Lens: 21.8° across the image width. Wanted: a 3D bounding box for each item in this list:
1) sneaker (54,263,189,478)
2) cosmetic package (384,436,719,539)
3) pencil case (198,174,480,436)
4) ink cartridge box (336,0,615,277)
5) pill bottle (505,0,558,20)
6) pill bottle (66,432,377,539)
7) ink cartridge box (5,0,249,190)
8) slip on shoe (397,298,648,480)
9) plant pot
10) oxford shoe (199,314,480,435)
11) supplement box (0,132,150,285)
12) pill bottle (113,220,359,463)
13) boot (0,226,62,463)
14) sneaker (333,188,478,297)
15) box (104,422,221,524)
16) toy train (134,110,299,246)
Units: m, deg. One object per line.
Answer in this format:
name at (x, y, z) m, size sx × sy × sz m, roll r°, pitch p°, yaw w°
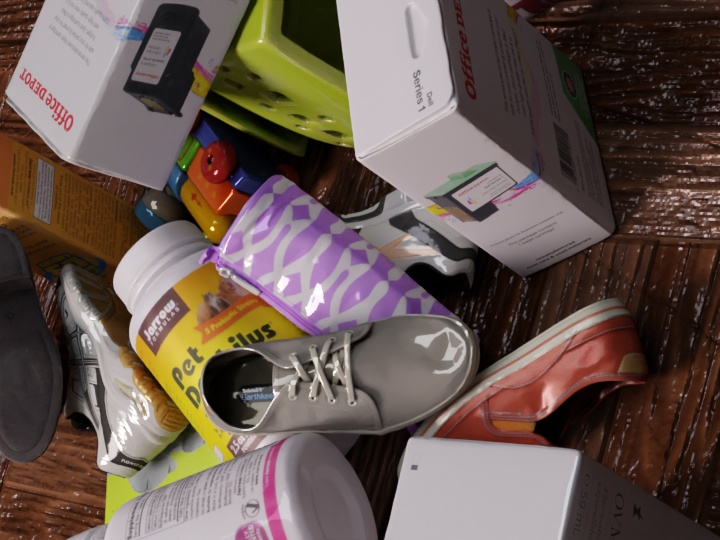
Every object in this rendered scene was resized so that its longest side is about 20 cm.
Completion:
sneaker at (-0.202, 0.075, 1.430) m, size 0.088 × 0.075 × 0.200 m, roll -51°, pitch 42°, yaw 14°
cosmetic package at (0.106, 0.222, 1.065) m, size 0.122 × 0.200 × 0.201 m, roll 1°, pitch 69°, yaw 38°
pencil case at (-0.013, 0.020, 1.288) m, size 0.199 × 0.084 × 0.086 m, roll 37°, pitch 57°, yaw 7°
ink cartridge box at (0.077, -0.107, 1.259) m, size 0.084 × 0.200 × 0.146 m, roll -26°, pitch 53°, yaw 27°
pill bottle at (0.147, -0.261, 1.340) m, size 0.199 × 0.113 × 0.114 m, roll -28°, pitch 52°, yaw 26°
pill bottle at (-0.098, 0.191, 1.232) m, size 0.199 × 0.113 × 0.114 m, roll -23°, pitch 55°, yaw 23°
ink cartridge box at (-0.159, -0.179, 1.328) m, size 0.146 × 0.082 × 0.201 m, roll 41°, pitch 108°, yaw 52°
slip on shoe at (0.104, 0.096, 1.227) m, size 0.199 × 0.074 × 0.062 m, roll -37°, pitch 66°, yaw 22°
plant pot at (-0.049, -0.203, 1.426) m, size 0.180 × 0.199 × 0.201 m, roll -10°, pitch 64°, yaw 43°
oxford shoe at (-0.019, 0.071, 1.223) m, size 0.198 × 0.058 × 0.076 m, roll -10°, pitch 73°, yaw 18°
supplement box at (-0.247, -0.038, 1.503) m, size 0.066 × 0.199 × 0.069 m, roll -18°, pitch 61°, yaw 32°
pill bottle at (-0.092, 0.060, 1.345) m, size 0.109 × 0.109 × 0.200 m, roll -47°, pitch 66°, yaw 12°
boot at (-0.270, 0.086, 1.477) m, size 0.068 × 0.200 × 0.190 m, roll -17°, pitch 69°, yaw -11°
sneaker at (0.000, 0.000, 1.361) m, size 0.199 × 0.073 × 0.081 m, roll -22°, pitch 60°, yaw 33°
box at (-0.136, 0.111, 1.439) m, size 0.121 × 0.048 × 0.202 m, roll -20°, pitch 57°, yaw 32°
toy train at (-0.106, -0.041, 1.473) m, size 0.116 × 0.084 × 0.200 m, roll -56°, pitch 44°, yaw 18°
